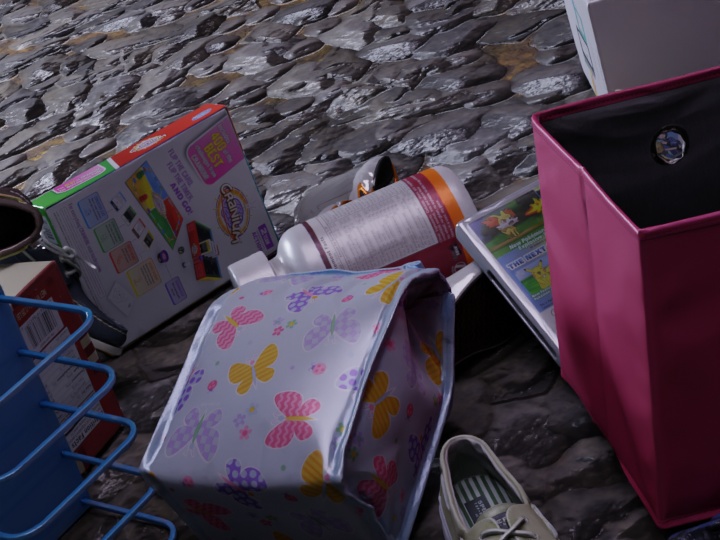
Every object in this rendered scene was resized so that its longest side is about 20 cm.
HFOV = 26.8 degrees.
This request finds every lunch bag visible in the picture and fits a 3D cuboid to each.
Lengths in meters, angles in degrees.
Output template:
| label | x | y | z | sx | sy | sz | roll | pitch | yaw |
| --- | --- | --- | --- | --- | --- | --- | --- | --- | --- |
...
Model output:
| label | x | y | z | sx | sy | sz | roll | pitch | yaw |
| --- | --- | --- | --- | --- | --- | --- | --- | --- | --- |
| lunch bag | -0.029 | 0.087 | 1.046 | 0.168 | 0.127 | 0.201 | -4 | 52 | 30 |

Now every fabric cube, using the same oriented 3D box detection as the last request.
| label | x | y | z | sx | sy | sz | roll | pitch | yaw |
| --- | --- | --- | --- | --- | --- | --- | --- | --- | --- |
| fabric cube | 0.234 | 0.004 | 0.938 | 0.194 | 0.201 | 0.200 | -14 | 27 | -6 |

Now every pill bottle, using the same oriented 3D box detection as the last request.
| label | x | y | z | sx | sy | sz | roll | pitch | yaw |
| --- | --- | --- | --- | --- | --- | --- | --- | --- | --- |
| pill bottle | 0.000 | 0.000 | 1.231 | 0.199 | 0.110 | 0.110 | -24 | 27 | -8 |

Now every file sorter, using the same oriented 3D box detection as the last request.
| label | x | y | z | sx | sy | sz | roll | pitch | yaw |
| --- | --- | --- | --- | --- | --- | --- | --- | --- | --- |
| file sorter | -0.228 | 0.135 | 1.034 | 0.122 | 0.201 | 0.139 | 7 | 36 | 36 |

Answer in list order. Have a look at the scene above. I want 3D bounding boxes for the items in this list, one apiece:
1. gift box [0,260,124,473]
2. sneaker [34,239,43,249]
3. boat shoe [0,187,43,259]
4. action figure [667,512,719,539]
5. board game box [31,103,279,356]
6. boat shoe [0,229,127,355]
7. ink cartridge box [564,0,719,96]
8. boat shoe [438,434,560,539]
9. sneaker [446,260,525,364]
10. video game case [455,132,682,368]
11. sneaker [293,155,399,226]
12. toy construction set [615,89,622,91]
| label | x | y | z | sx | sy | sz | roll | pitch | yaw |
| --- | --- | --- | --- | --- | --- | --- | --- | --- | --- |
| gift box | -0.324 | 0.087 | 1.196 | 0.185 | 0.202 | 0.185 | -5 | 24 | 29 |
| sneaker | -0.283 | -0.015 | 1.463 | 0.199 | 0.099 | 0.071 | -13 | 29 | 16 |
| boat shoe | -0.347 | -0.030 | 1.175 | 0.198 | 0.073 | 0.059 | -7 | 7 | -26 |
| action figure | 0.241 | 0.172 | 0.808 | 0.193 | 0.105 | 0.200 | -33 | -1 | -38 |
| board game box | -0.182 | -0.039 | 1.380 | 0.199 | 0.154 | 0.040 | -32 | 25 | -26 |
| boat shoe | -0.273 | -0.001 | 1.278 | 0.062 | 0.199 | 0.075 | -55 | -10 | -7 |
| ink cartridge box | 0.285 | -0.244 | 1.459 | 0.145 | 0.147 | 0.200 | -17 | 27 | 6 |
| boat shoe | 0.086 | 0.171 | 0.905 | 0.071 | 0.062 | 0.200 | -23 | 28 | -8 |
| sneaker | 0.057 | 0.033 | 1.171 | 0.199 | 0.073 | 0.084 | -33 | 32 | -23 |
| video game case | 0.201 | -0.012 | 1.126 | 0.199 | 0.022 | 0.183 | -28 | 58 | -15 |
| sneaker | -0.029 | -0.034 | 1.373 | 0.091 | 0.076 | 0.200 | -14 | 19 | 28 |
| toy construction set | 0.244 | -0.096 | 1.285 | 0.131 | 0.092 | 0.200 | -31 | 16 | 26 |
